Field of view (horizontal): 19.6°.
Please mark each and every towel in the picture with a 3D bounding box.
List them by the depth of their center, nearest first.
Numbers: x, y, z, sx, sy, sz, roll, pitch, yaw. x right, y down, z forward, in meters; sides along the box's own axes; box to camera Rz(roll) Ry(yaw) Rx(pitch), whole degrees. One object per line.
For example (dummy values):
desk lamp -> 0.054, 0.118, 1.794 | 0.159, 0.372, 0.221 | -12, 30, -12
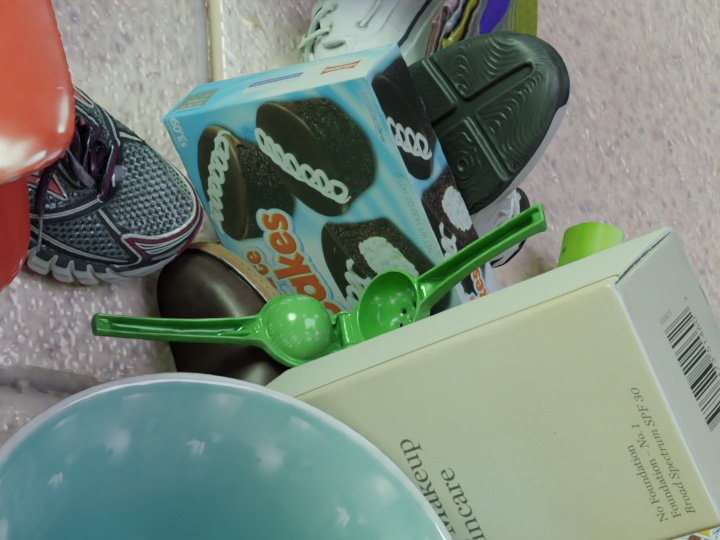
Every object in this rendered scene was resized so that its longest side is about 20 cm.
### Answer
towel -> 0.068, -0.125, 1.115 | 0.023, 0.144, 0.200 | 21, 43, 11

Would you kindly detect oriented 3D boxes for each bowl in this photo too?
bowl -> -0.063, 0.150, 0.780 | 0.199, 0.105, 0.202 | 13, 47, -14

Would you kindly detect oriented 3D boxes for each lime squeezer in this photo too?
lime squeezer -> -0.012, 0.019, 0.902 | 0.071, 0.198, 0.038 | 54, 23, -76

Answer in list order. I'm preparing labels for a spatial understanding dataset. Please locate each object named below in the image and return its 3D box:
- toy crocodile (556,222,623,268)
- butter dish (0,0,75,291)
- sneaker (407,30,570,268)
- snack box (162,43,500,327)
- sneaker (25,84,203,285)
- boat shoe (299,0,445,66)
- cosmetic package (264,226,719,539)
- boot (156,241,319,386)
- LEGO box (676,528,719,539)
toy crocodile -> 0.175, 0.049, 1.196 | 0.200, 0.061, 0.068 | 49, 45, -21
butter dish -> -0.196, -0.029, 0.765 | 0.200, 0.198, 0.149 | -113, -172, -49
sneaker -> 0.053, -0.052, 1.010 | 0.115, 0.200, 0.076 | -17, 69, -46
snack box -> 0.000, 0.000, 0.962 | 0.037, 0.115, 0.201 | -50, 123, -47
sneaker -> -0.145, -0.058, 0.897 | 0.199, 0.074, 0.081 | 30, 53, -36
boat shoe -> -0.002, -0.113, 1.085 | 0.067, 0.074, 0.200 | 39, 40, -3
cosmetic package -> 0.051, 0.068, 0.833 | 0.073, 0.199, 0.104 | -35, 100, -56
boot -> -0.087, 0.088, 0.902 | 0.165, 0.072, 0.201 | -15, 70, -36
LEGO box -> 0.174, 0.240, 1.055 | 0.150, 0.076, 0.201 | 72, 29, -48
